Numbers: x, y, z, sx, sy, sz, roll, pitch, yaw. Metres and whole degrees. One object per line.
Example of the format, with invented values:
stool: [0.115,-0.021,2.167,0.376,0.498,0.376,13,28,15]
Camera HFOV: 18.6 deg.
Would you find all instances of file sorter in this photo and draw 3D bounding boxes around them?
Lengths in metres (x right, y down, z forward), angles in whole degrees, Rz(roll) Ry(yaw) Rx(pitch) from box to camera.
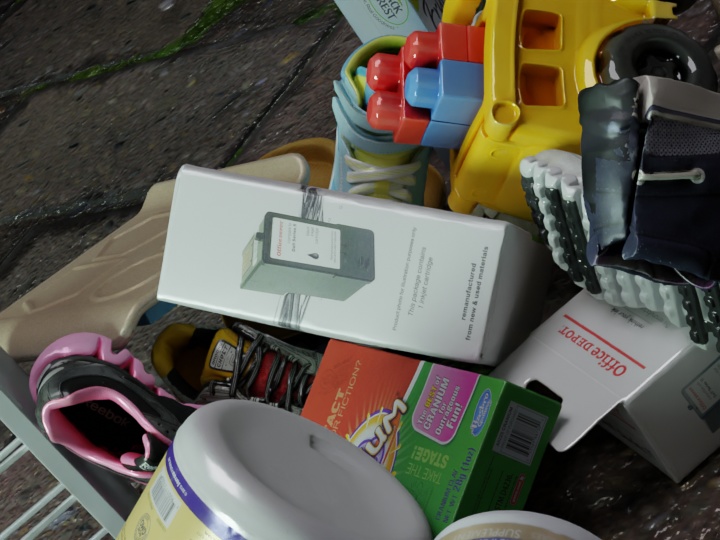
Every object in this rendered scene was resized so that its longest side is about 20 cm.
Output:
file sorter: [-0.228,0.148,1.390,0.125,0.200,0.139,-40,25,-3]

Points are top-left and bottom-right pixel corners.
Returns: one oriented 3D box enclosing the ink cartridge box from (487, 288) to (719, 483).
ink cartridge box: [0.176,0.039,1.213,0.200,0.067,0.117,-39,27,-7]

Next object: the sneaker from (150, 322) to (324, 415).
sneaker: [-0.061,0.079,1.407,0.200,0.082,0.078,8,65,44]

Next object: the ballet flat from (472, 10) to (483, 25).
ballet flat: [0.081,-0.125,1.463,0.069,0.069,0.200,-29,15,15]

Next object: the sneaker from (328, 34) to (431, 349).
sneaker: [0.010,-0.060,1.405,0.079,0.131,0.200,2,67,-2]

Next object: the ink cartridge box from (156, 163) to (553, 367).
ink cartridge box: [0.000,0.000,1.297,0.200,0.145,0.084,11,89,17]

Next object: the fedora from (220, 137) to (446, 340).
fedora: [-0.036,-0.037,1.534,0.201,0.082,0.201,-29,26,16]

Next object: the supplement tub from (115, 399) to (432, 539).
supplement tub: [-0.069,0.183,1.129,0.200,0.145,0.145,-60,21,17]

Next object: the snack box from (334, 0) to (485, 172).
snack box: [0.054,-0.173,1.573,0.053,0.200,0.142,-24,28,23]

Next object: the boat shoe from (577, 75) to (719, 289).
boat shoe: [0.189,-0.033,1.079,0.075,0.200,0.093,-10,74,60]

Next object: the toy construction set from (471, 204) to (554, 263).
toy construction set: [0.108,-0.045,1.432,0.131,0.092,0.200,-52,8,31]

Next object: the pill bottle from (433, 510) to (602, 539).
pill bottle: [0.059,0.218,1.008,0.116,0.116,0.200,-18,32,34]

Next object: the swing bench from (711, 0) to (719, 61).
swing bench: [0.319,-0.181,1.343,0.199,0.130,0.200,-28,32,17]

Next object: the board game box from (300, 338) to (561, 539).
board game box: [0.017,0.125,1.222,0.200,0.040,0.153,9,76,61]

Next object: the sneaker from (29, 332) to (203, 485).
sneaker: [-0.110,0.110,1.322,0.095,0.200,0.079,-103,37,-77]

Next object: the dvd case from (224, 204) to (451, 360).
dvd case: [-0.018,0.037,1.515,0.200,0.025,0.150,-24,29,26]

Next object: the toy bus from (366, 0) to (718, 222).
toy bus: [0.101,-0.125,1.310,0.136,0.192,0.200,111,165,-58]

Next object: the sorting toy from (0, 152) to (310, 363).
sorting toy: [-0.144,-0.002,1.469,0.185,0.036,0.200,-9,28,48]

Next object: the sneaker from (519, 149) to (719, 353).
sneaker: [0.165,-0.020,1.170,0.081,0.075,0.200,-36,41,-21]
